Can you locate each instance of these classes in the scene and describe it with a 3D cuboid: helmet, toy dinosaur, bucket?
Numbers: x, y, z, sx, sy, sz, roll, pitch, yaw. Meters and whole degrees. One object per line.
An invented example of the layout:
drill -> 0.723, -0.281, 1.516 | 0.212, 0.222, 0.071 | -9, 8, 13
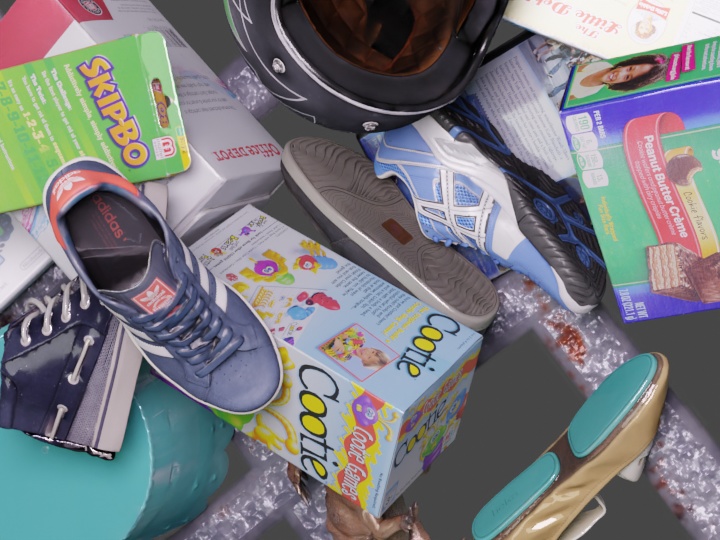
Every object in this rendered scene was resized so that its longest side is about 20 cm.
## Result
helmet -> 0.001, -0.192, 1.044 | 0.199, 0.200, 0.191 | 32, 122, 13
toy dinosaur -> -0.002, 0.175, 1.188 | 0.135, 0.086, 0.201 | 1, 114, 31
bucket -> -0.209, 0.123, 1.222 | 0.206, 0.135, 0.209 | 2, 96, 19

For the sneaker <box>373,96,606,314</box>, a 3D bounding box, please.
sneaker -> 0.090, -0.041, 1.114 | 0.200, 0.076, 0.077 | 48, 117, 18

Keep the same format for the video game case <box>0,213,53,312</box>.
video game case -> -0.349, -0.027, 1.252 | 0.182, 0.024, 0.200 | 45, 79, 1

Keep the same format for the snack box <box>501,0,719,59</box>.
snack box -> 0.192, -0.193, 1.075 | 0.199, 0.037, 0.117 | 23, 100, 9

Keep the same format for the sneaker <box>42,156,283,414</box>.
sneaker -> -0.122, 0.018, 0.990 | 0.075, 0.085, 0.200 | -44, 104, -1

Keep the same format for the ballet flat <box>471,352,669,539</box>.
ballet flat -> 0.162, 0.140, 1.140 | 0.063, 0.069, 0.200 | 36, 112, -17

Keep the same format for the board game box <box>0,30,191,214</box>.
board game box -> -0.207, -0.096, 1.095 | 0.199, 0.030, 0.096 | -10, 95, 24

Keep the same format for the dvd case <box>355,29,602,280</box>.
dvd case -> 0.110, -0.084, 1.143 | 0.199, 0.018, 0.143 | -29, 86, 21

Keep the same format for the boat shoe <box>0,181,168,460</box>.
boat shoe -> -0.188, 0.030, 1.072 | 0.092, 0.075, 0.201 | 11, 108, -11

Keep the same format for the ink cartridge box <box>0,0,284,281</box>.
ink cartridge box -> -0.177, -0.093, 1.176 | 0.200, 0.145, 0.145 | 47, 109, 9

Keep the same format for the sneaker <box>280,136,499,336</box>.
sneaker -> 0.000, 0.000, 1.158 | 0.200, 0.075, 0.106 | 46, 131, 17

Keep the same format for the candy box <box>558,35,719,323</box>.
candy box -> 0.247, -0.065, 1.033 | 0.199, 0.077, 0.170 | -11, 120, 20

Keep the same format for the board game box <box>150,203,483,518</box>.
board game box -> -0.033, 0.059, 1.106 | 0.199, 0.105, 0.103 | 30, 132, 21
